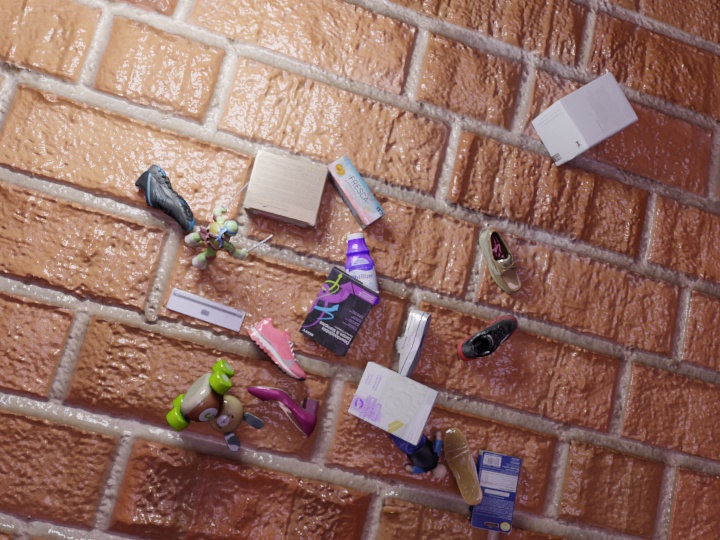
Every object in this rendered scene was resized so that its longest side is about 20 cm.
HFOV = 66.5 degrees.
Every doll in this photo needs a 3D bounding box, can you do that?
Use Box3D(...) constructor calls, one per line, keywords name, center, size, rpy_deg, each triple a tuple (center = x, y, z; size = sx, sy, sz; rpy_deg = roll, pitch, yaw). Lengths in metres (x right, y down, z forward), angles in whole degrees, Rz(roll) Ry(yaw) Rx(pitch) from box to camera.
Box3D(name="doll", center=(0.164, 0.480, 1.484), size=(0.136, 0.048, 0.200), rpy_deg=(-40, 91, -11))

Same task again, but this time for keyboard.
Box3D(name="keyboard", center=(-0.408, 0.105, 1.450), size=(0.199, 0.011, 0.057), rpy_deg=(20, 85, -7))

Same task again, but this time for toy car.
Box3D(name="toy car", center=(-0.345, 0.358, 1.367), size=(0.164, 0.158, 0.200), rpy_deg=(-41, 103, 0))

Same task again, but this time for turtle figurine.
Box3D(name="turtle figurine", center=(-0.347, -0.086, 1.417), size=(0.144, 0.193, 0.200), rpy_deg=(51, 37, -23))

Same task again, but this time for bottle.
Box3D(name="bottle", center=(0.000, 0.000, 1.504), size=(0.083, 0.065, 0.201), rpy_deg=(-7, 84, -5))

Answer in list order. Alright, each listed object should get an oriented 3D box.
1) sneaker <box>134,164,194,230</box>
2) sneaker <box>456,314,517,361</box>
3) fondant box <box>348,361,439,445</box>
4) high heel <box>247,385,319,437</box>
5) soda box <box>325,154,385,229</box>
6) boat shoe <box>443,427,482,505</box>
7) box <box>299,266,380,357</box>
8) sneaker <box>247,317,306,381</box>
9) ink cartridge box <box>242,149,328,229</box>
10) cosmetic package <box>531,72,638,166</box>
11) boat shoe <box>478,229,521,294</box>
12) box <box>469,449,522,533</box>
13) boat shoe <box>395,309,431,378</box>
Box3D(name="sneaker", center=(-0.510, -0.178, 1.441), size=(0.082, 0.073, 0.200), rpy_deg=(-36, 82, -1))
Box3D(name="sneaker", center=(0.367, 0.187, 1.531), size=(0.200, 0.098, 0.071), rpy_deg=(-29, 87, -13))
Box3D(name="fondant box", center=(0.087, 0.346, 1.439), size=(0.199, 0.058, 0.145), rpy_deg=(22, 87, 17))
Box3D(name="high heel", center=(-0.205, 0.362, 1.420), size=(0.199, 0.067, 0.097), rpy_deg=(18, 70, -11))
Box3D(name="soda box", center=(-0.017, -0.217, 1.530), size=(0.068, 0.064, 0.200), rpy_deg=(-34, 91, -12))
Box3D(name="boat shoe", center=(0.276, 0.531, 1.491), size=(0.070, 0.069, 0.201), rpy_deg=(-18, 66, 8))
Box3D(name="box", center=(-0.057, 0.111, 1.456), size=(0.143, 0.036, 0.201), rpy_deg=(29, 100, 3))
Box3D(name="sneaker", center=(-0.202, 0.205, 1.440), size=(0.200, 0.074, 0.087), rpy_deg=(46, 77, -2))
Box3D(name="ink cartridge box", center=(-0.202, -0.217, 1.491), size=(0.199, 0.075, 0.166), rpy_deg=(15, 82, -9))
Box3D(name="cosmetic package", center=(0.660, -0.444, 1.626), size=(0.199, 0.165, 0.166), rpy_deg=(-29, 89, -13))
Box3D(name="boat shoe", center=(0.407, -0.025, 1.579), size=(0.074, 0.066, 0.201), rpy_deg=(-29, 89, -12))
Box3D(name="box", center=(0.370, 0.608, 1.512), size=(0.121, 0.032, 0.201), rpy_deg=(14, 79, -8))
Box3D(name="boat shoe", center=(0.132, 0.204, 1.509), size=(0.070, 0.071, 0.201), rpy_deg=(17, 89, 23))
